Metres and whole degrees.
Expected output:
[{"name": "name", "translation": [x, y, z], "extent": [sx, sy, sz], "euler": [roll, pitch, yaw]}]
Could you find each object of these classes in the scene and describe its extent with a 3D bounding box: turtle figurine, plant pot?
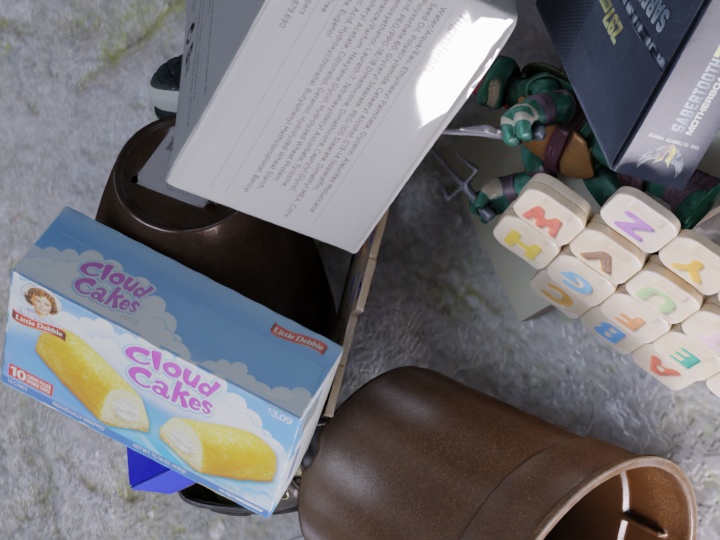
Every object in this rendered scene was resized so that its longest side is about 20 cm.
[{"name": "turtle figurine", "translation": [0.118, -0.074, 0.973], "extent": [0.200, 0.150, 0.101], "euler": [35, 79, 18]}, {"name": "plant pot", "translation": [-0.111, -0.012, 1.098], "extent": [0.187, 0.187, 0.200], "euler": [47, 159, 25]}, {"name": "plant pot", "translation": [0.076, 0.169, 1.031], "extent": [0.198, 0.200, 0.201], "euler": [28, 112, 41]}]

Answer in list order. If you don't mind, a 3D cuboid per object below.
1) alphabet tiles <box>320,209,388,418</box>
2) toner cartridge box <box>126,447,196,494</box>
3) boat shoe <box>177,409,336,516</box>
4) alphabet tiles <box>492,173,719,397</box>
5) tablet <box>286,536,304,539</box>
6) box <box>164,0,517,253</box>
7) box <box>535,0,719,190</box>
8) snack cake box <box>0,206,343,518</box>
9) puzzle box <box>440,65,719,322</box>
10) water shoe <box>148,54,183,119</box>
[{"name": "alphabet tiles", "translation": [0.000, 0.000, 1.064], "extent": [0.008, 0.167, 0.201], "euler": [14, 84, -4]}, {"name": "toner cartridge box", "translation": [-0.141, 0.063, 1.238], "extent": [0.095, 0.043, 0.201], "euler": [-26, 61, 37]}, {"name": "boat shoe", "translation": [-0.056, 0.151, 1.204], "extent": [0.201, 0.066, 0.072], "euler": [-18, 84, 39]}, {"name": "alphabet tiles", "translation": [0.170, 0.018, 0.939], "extent": [0.200, 0.015, 0.196], "euler": [35, 162, 0]}, {"name": "tablet", "translation": [0.008, 0.292, 1.204], "extent": [0.130, 0.014, 0.201], "euler": [-19, 84, 38]}, {"name": "box", "translation": [-0.015, -0.157, 0.953], "extent": [0.200, 0.130, 0.199], "euler": [-55, 24, 37]}, {"name": "box", "translation": [0.171, -0.166, 0.903], "extent": [0.200, 0.051, 0.158], "euler": [-101, 30, -52]}, {"name": "snack cake box", "translation": [-0.121, 0.059, 1.006], "extent": [0.200, 0.067, 0.115], "euler": [26, 139, 7]}, {"name": "puzzle box", "translation": [0.154, -0.068, 1.035], "extent": [0.200, 0.025, 0.133], "euler": [-33, 75, 36]}, {"name": "water shoe", "translation": [-0.063, -0.109, 1.189], "extent": [0.200, 0.072, 0.079], "euler": [18, 141, 28]}]
